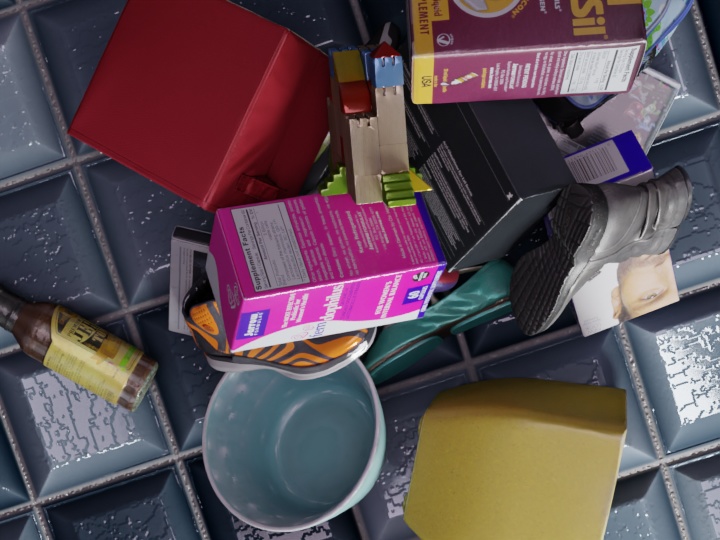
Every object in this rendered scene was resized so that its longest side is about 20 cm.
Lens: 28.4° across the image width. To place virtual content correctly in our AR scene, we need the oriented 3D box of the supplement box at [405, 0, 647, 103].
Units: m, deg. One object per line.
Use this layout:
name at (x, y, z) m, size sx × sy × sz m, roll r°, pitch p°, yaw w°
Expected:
supplement box at (0.138, -0.227, 1.235) m, size 0.198 × 0.103 × 0.132 m, roll -4°, pitch 73°, yaw 0°

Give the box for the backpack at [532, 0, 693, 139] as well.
backpack at (0.223, -0.268, 1.375) m, size 0.200 × 0.147 × 0.183 m, roll -44°, pitch 90°, yaw -12°

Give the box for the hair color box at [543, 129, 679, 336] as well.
hair color box at (0.244, -0.033, 1.408) m, size 0.108 × 0.065 × 0.201 m, roll -21°, pitch 138°, yaw 4°

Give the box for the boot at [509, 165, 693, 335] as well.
boot at (0.228, -0.013, 1.332) m, size 0.131 × 0.200 × 0.070 m, roll -9°, pitch 59°, yaw -27°

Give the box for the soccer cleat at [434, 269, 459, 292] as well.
soccer cleat at (0.000, 0.000, 1.458) m, size 0.198 × 0.067 × 0.077 m, roll 9°, pitch 125°, yaw -4°

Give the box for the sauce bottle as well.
sauce bottle at (-0.310, 0.075, 1.491) m, size 0.199 × 0.065 × 0.065 m, roll 29°, pitch 98°, yaw -4°

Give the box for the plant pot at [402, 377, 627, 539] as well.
plant pot at (0.153, 0.208, 1.440) m, size 0.198 × 0.194 × 0.197 m, roll 13°, pitch 98°, yaw 9°

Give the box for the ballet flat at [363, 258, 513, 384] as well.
ballet flat at (0.076, 0.046, 1.484) m, size 0.199 × 0.067 × 0.071 m, roll -29°, pitch 72°, yaw 5°

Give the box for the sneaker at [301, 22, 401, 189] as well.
sneaker at (-0.035, -0.176, 1.446) m, size 0.082 × 0.072 × 0.201 m, roll 34°, pitch 97°, yaw 0°

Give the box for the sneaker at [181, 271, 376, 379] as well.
sneaker at (-0.089, 0.045, 1.386) m, size 0.198 × 0.078 × 0.112 m, roll -7°, pitch 136°, yaw 23°

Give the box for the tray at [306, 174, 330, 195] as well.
tray at (-0.038, -0.025, 1.492) m, size 0.200 × 0.022 × 0.108 m, roll -40°, pitch 94°, yaw 6°

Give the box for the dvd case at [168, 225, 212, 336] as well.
dvd case at (-0.097, 0.031, 1.451) m, size 0.198 × 0.025 × 0.151 m, roll 14°, pitch 139°, yaw 3°

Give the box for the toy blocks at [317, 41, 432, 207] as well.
toy blocks at (0.004, -0.145, 1.301) m, size 0.099 × 0.200 × 0.138 m, roll -7°, pitch 105°, yaw -8°

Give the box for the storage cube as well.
storage cube at (-0.138, -0.162, 1.372) m, size 0.199 × 0.171 × 0.181 m, roll 27°, pitch 94°, yaw 22°

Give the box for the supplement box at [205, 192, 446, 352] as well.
supplement box at (-0.035, -0.006, 1.327) m, size 0.198 × 0.101 × 0.104 m, roll -9°, pitch 61°, yaw -17°

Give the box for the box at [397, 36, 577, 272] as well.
box at (0.099, -0.123, 1.340) m, size 0.078 × 0.141 × 0.201 m, roll -16°, pitch 71°, yaw -31°

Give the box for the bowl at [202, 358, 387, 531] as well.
bowl at (-0.052, 0.174, 1.454) m, size 0.199 × 0.105 × 0.203 m, roll -9°, pitch 68°, yaw 22°

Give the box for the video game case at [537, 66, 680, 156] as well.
video game case at (0.201, -0.154, 1.468) m, size 0.199 × 0.023 × 0.183 m, roll 26°, pitch 98°, yaw -1°
